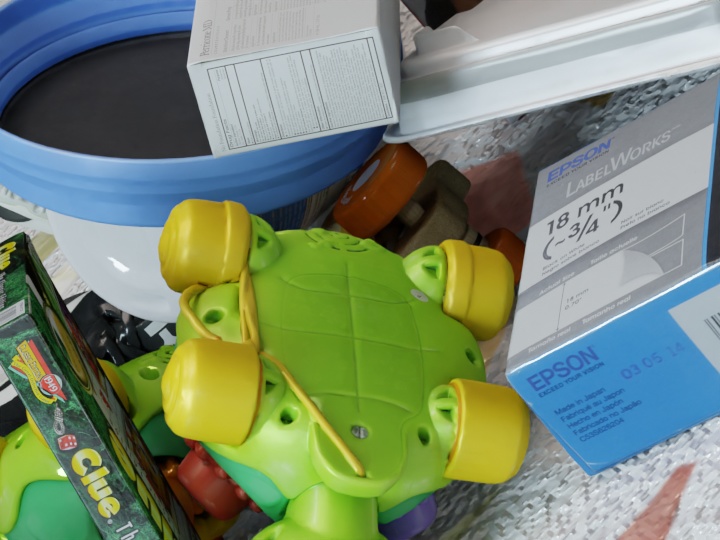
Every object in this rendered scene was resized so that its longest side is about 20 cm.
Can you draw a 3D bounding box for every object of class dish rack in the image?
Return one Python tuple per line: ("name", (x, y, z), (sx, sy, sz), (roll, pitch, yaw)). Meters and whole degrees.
("dish rack", (0.113, -0.115, 1.244), (0.200, 0.044, 0.172), (-14, 15, 30))

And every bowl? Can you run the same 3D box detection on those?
("bowl", (-0.080, -0.082, 1.288), (0.200, 0.039, 0.201), (-2, 32, 1))

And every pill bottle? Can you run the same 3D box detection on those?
("pill bottle", (-0.058, -0.067, 1.410), (0.112, 0.112, 0.200), (-23, 14, 38))

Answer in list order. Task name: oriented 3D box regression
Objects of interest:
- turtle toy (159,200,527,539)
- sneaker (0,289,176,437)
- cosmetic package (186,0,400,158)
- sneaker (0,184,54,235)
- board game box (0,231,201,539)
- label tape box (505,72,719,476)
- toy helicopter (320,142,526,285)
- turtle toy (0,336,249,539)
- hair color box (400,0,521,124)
("turtle toy", (-0.015, 0.065, 1.130), (0.101, 0.145, 0.200), (114, 160, -43))
("sneaker", (-0.126, 0.054, 1.401), (0.112, 0.073, 0.200), (-34, 23, 23))
("cosmetic package", (-0.026, -0.123, 1.256), (0.082, 0.051, 0.200), (-9, 31, 7))
("sneaker", (-0.136, -0.033, 1.464), (0.088, 0.200, 0.076), (-34, 59, 40))
("board game box", (-0.090, 0.087, 1.121), (0.023, 0.200, 0.105), (-27, 20, 4))
("label tape box", (0.139, -0.030, 1.134), (0.144, 0.063, 0.200), (-29, 27, 28))
("toy helicopter", (0.000, 0.000, 1.324), (0.132, 0.079, 0.200), (-49, 11, 9))
("turtle toy", (-0.112, 0.098, 1.260), (0.200, 0.101, 0.146), (-34, -7, 36))
("hair color box", (0.111, -0.176, 1.385), (0.200, 0.102, 0.061), (-41, 24, 6))
